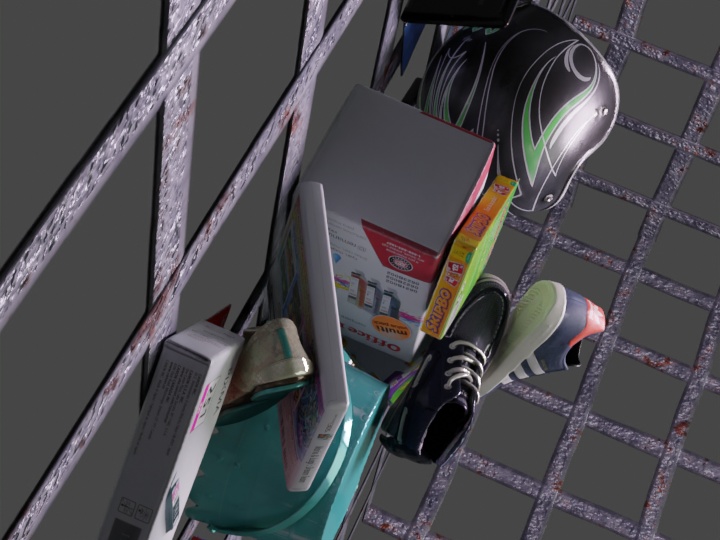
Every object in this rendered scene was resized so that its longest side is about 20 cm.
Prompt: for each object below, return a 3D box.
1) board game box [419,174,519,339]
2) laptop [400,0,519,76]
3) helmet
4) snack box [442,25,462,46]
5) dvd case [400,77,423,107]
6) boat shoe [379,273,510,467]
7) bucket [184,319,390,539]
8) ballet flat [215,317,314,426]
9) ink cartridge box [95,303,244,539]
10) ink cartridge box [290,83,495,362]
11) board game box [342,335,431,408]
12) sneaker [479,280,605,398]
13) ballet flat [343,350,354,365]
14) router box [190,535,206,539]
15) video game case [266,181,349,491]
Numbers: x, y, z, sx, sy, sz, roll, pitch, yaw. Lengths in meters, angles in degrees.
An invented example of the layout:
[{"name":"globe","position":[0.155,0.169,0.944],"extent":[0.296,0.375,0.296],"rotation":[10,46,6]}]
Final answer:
[{"name":"board game box","position":[0.104,-0.019,1.482],"extent":[0.200,0.030,0.096],"rotation":[-47,159,-62]},{"name":"laptop","position":[0.124,-0.298,1.618],"extent":[0.116,0.199,0.188],"rotation":[41,67,-46]},{"name":"helmet","position":[0.152,-0.160,1.666],"extent":[0.191,0.200,0.200],"rotation":[-50,169,-12]},{"name":"snack box","position":[0.101,-0.221,1.843],"extent":[0.200,0.037,0.117],"rotation":[105,4,-82]},{"name":"dvd case","position":[0.021,-0.108,1.782],"extent":[0.200,0.017,0.143],"rotation":[-59,168,-46]},{"name":"boat shoe","position":[0.097,0.099,1.537],"extent":[0.201,0.074,0.093],"rotation":[-62,-160,-3]},{"name":"bucket","position":[-0.065,0.164,1.516],"extent":[0.207,0.134,0.208],"rotation":[21,90,-83]},{"name":"ballet flat","position":[-0.085,0.081,1.307],"extent":[0.200,0.067,0.063],"rotation":[-34,-110,63]},{"name":"ink cartridge box","position":[-0.141,0.136,1.261],"extent":[0.174,0.043,0.201],"rotation":[-32,144,-75]},{"name":"ink cartridge box","position":[0.022,-0.039,1.499],"extent":[0.200,0.145,0.145],"rotation":[99,15,-59]},{"name":"board game box","position":[0.041,0.075,1.687],"extent":[0.103,0.105,0.200],"rotation":[-40,162,-3]},{"name":"sneaker","position":[0.171,0.083,1.610],"extent":[0.200,0.084,0.075],"rotation":[-43,-144,52]},{"name":"ballet flat","position":[-0.030,0.088,1.889],"extent":[0.063,0.069,0.201],"rotation":[-27,-151,56]},{"name":"router box","position":[-0.141,0.387,1.647],"extent":[0.200,0.049,0.180],"rotation":[43,67,-54]},{"name":"video game case","position":[-0.047,0.058,1.338],"extent":[0.182,0.024,0.201],"rotation":[114,-27,-59]}]
